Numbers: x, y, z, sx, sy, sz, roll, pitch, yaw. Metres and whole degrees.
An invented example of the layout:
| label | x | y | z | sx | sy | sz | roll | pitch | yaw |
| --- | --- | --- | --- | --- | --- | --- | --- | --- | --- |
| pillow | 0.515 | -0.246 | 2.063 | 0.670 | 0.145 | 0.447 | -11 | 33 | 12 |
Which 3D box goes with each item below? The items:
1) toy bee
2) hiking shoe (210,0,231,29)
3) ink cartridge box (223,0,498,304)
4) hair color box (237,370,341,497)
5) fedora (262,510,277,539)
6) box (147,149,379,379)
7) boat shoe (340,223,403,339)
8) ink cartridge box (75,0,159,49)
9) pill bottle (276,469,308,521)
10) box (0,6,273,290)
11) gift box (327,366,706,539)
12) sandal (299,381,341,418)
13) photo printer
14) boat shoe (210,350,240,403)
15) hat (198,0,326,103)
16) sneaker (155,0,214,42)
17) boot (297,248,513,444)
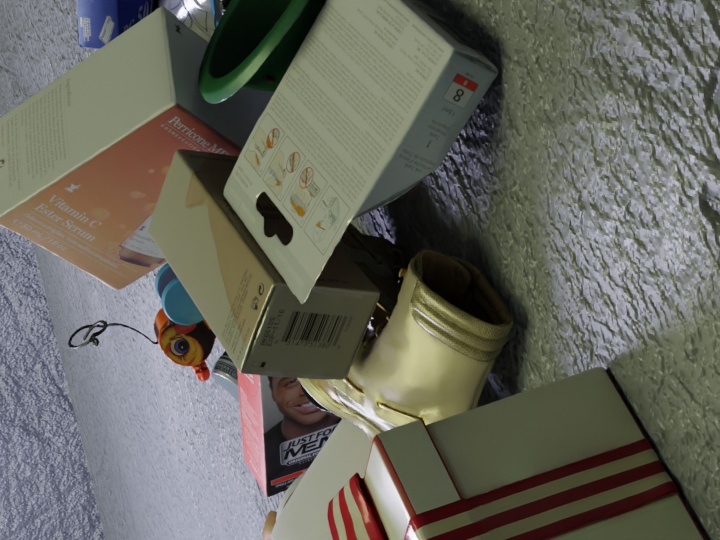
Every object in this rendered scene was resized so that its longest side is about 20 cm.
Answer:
| label | x | y | z | sx | sy | sz | roll | pitch | yaw |
| --- | --- | --- | --- | --- | --- | --- | --- | --- | --- |
| toy bee | -0.158 | 0.043 | 1.498 | 0.109 | 0.200 | 0.131 | 56 | -161 | -24 |
| hiking shoe | -0.091 | -0.196 | 1.390 | 0.087 | 0.074 | 0.201 | -108 | 14 | -66 |
| ink cartridge box | -0.005 | -0.093 | 1.084 | 0.200 | 0.050 | 0.162 | -61 | 38 | 18 |
| hair color box | -0.059 | 0.110 | 1.478 | 0.061 | 0.101 | 0.200 | -128 | 28 | -45 |
| fedora | -0.030 | 0.329 | 1.611 | 0.201 | 0.082 | 0.201 | 55 | 158 | 35 |
| box | -0.077 | -0.007 | 1.178 | 0.200 | 0.095 | 0.078 | 50 | 126 | 47 |
| boat shoe | 0.000 | 0.000 | 1.269 | 0.200 | 0.066 | 0.074 | 43 | 150 | 20 |
| ink cartridge box | -0.211 | -0.283 | 1.486 | 0.200 | 0.044 | 0.094 | -61 | -24 | -59 |
| pill bottle | 0.010 | 0.261 | 1.393 | 0.200 | 0.111 | 0.112 | -136 | 34 | -54 |
| box | -0.183 | -0.095 | 1.306 | 0.152 | 0.200 | 0.107 | 33 | -144 | -45 |
| gift box | 0.092 | 0.200 | 0.988 | 0.200 | 0.186 | 0.185 | 98 | 150 | -49 |
| sandal | 0.003 | 0.091 | 1.277 | 0.048 | 0.075 | 0.200 | 44 | 171 | -32 |
| photo printer | 0.022 | 0.205 | 1.256 | 0.167 | 0.069 | 0.200 | -56 | 31 | 5 |
| boat shoe | -0.071 | 0.115 | 1.582 | 0.071 | 0.091 | 0.200 | 24 | 161 | 33 |
| hat | -0.012 | -0.157 | 1.224 | 0.176 | 0.166 | 0.200 | 34 | -177 | -22 |
| sneaker | -0.145 | -0.254 | 1.466 | 0.087 | 0.075 | 0.200 | 27 | 152 | 27 |
| boot | 0.025 | 0.047 | 1.161 | 0.200 | 0.073 | 0.156 | 42 | 129 | 40 |
